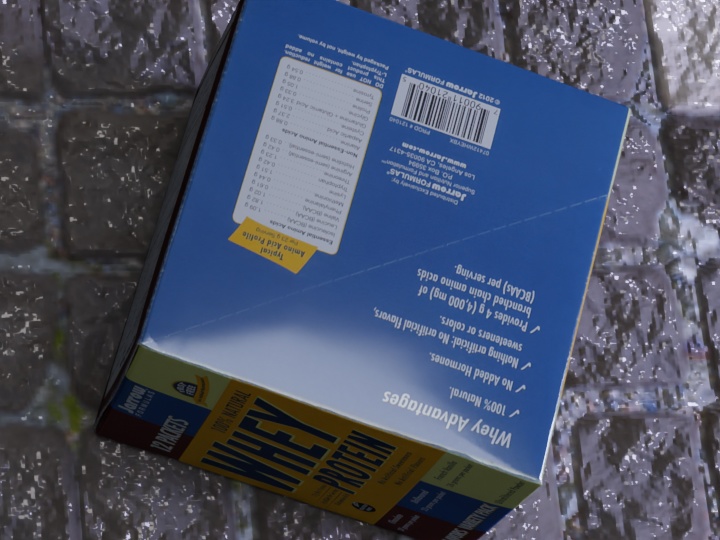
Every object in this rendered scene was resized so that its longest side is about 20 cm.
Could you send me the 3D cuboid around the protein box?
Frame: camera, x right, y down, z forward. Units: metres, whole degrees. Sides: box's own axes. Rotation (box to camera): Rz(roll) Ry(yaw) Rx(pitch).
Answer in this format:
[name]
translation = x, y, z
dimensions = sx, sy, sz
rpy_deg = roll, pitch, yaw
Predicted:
[protein box]
translation = 0.000, 0.000, 1.225
dimensions = 0.198, 0.135, 0.200
rpy_deg = 19, 66, -8
